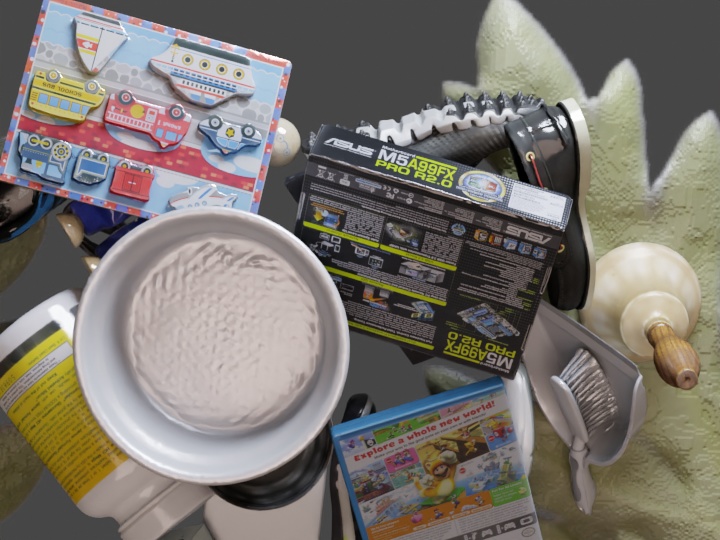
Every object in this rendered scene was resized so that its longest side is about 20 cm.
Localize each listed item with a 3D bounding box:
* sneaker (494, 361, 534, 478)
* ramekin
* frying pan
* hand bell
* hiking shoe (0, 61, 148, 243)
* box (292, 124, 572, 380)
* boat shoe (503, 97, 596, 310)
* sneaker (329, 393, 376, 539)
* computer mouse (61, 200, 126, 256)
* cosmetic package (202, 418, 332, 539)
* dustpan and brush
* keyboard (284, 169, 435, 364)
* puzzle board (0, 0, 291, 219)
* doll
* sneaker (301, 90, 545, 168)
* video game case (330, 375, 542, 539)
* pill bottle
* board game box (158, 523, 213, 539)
[{"bbox_3d":[0.100,0.170,1.368,0.080,0.070,0.201,9,105,-1],"label":"sneaker"},{"bbox_3d":[-0.106,0.051,1.211,0.199,0.098,0.201,0,94,2],"label":"ramekin"},{"bbox_3d":[-0.102,0.102,1.283,0.115,0.031,0.190,-40,94,-13],"label":"frying pan"},{"bbox_3d":[0.236,0.052,1.271,0.104,0.200,0.105,0,105,-1],"label":"hand bell"},{"bbox_3d":[-0.237,-0.085,1.283,0.200,0.087,0.074,-44,102,10],"label":"hiking shoe"},{"bbox_3d":[0.046,-0.012,1.254,0.199,0.044,0.161,16,131,4],"label":"box"},{"bbox_3d":[0.148,-0.044,1.284,0.063,0.074,0.202,-18,133,-6],"label":"boat shoe"},{"bbox_3d":[0.019,0.193,1.372,0.082,0.072,0.201,4,116,7],"label":"sneaker"},{"bbox_3d":[-0.150,-0.010,1.333,0.199,0.034,0.059,18,105,-5],"label":"computer mouse"},{"bbox_3d":[-0.077,0.151,1.358,0.101,0.071,0.201,5,105,-3],"label":"cosmetic package"},{"bbox_3d":[0.185,0.129,1.350,0.057,0.139,0.200,-38,135,-15],"label":"dustpan and brush"},{"bbox_3d":[0.000,0.000,1.318,0.127,0.021,0.200,-20,119,31],"label":"keyboard"},{"bbox_3d":[-0.164,-0.117,1.258,0.199,0.017,0.151,15,81,-11],"label":"puzzle board"},{"bbox_3d":[-0.136,-0.060,1.298,0.200,0.048,0.137,-32,103,-9],"label":"doll"},{"bbox_3d":[0.058,-0.086,1.303,0.199,0.067,0.091,-12,108,6],"label":"sneaker"},{"bbox_3d":[0.068,0.193,1.322,0.143,0.018,0.201,-16,116,-2],"label":"video game case"},{"bbox_3d":[-0.206,0.122,1.303,0.112,0.112,0.200,-39,85,9],"label":"pill bottle"},{"bbox_3d":[-0.188,0.306,1.364,0.199,0.064,0.148,-17,107,30],"label":"board game box"}]
